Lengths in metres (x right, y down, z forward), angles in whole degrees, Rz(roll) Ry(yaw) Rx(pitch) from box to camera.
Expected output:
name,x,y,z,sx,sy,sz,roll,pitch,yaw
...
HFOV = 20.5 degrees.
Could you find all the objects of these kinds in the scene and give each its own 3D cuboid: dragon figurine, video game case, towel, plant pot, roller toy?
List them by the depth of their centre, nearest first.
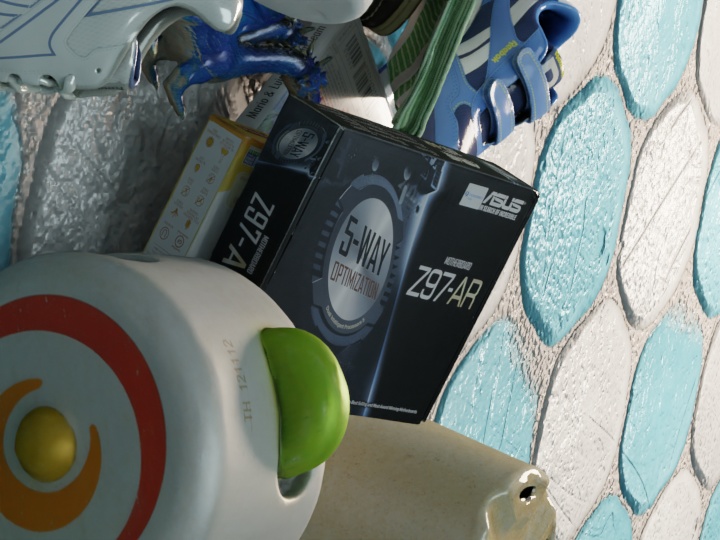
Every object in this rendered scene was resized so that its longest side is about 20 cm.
name,x,y,z,sx,sy,sz,roll,pitch,yaw
roller toy,-0.123,0.085,0.984,0.201,0.182,0.140,-58,156,14
dragon figurine,-0.078,-0.147,1.052,0.099,0.059,0.200,-35,142,-10
towel,0.050,-0.165,1.206,0.200,0.023,0.153,-85,-163,-72
video game case,-0.031,-0.032,1.218,0.182,0.024,0.201,-54,144,-29
plant pot,0.020,0.168,1.294,0.200,0.183,0.202,-36,132,-52

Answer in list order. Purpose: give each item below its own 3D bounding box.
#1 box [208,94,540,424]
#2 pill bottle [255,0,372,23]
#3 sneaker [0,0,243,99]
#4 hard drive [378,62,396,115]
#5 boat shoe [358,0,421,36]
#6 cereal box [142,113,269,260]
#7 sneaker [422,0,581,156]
name,x,y,z,sx,sy,sz,roll,pitch,yaw
box,0.000,0.000,1.117,0.200,0.043,0.161,14,106,-52
pill bottle,-0.004,-0.232,0.969,0.201,0.113,0.113,-63,151,-13
sneaker,-0.143,-0.109,0.867,0.075,0.199,0.088,-63,129,-88
hard drive,-0.016,-0.035,1.303,0.200,0.025,0.133,-45,139,-46
boat shoe,0.027,-0.242,1.190,0.065,0.073,0.201,14,102,-29
cereal box,-0.072,0.024,1.125,0.144,0.039,0.201,17,103,-50
sneaker,0.094,-0.131,1.390,0.074,0.082,0.201,79,28,-50
